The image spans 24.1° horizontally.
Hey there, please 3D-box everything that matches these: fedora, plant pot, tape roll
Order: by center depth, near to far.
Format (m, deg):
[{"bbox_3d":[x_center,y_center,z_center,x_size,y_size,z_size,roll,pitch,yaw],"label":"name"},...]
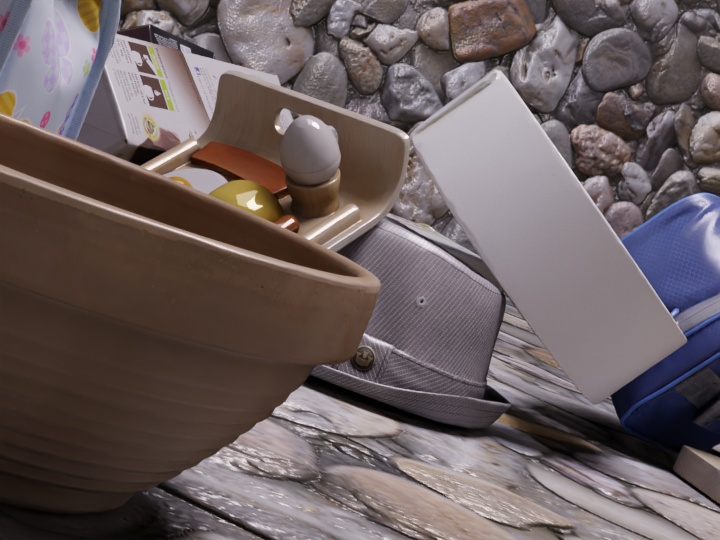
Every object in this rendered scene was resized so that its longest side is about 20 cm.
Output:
[{"bbox_3d":[-0.101,0.009,0.498,0.199,0.093,0.201,22,4,-2],"label":"plant pot"},{"bbox_3d":[0.001,0.014,0.949,0.199,0.091,0.177,22,4,8],"label":"fedora"},{"bbox_3d":[0.112,-0.021,1.019,0.203,0.071,0.203,54,8,-11],"label":"tape roll"}]

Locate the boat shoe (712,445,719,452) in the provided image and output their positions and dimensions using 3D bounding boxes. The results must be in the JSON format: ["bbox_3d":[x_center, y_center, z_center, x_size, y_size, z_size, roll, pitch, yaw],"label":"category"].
[{"bbox_3d":[0.319,0.119,1.348,0.199,0.069,0.072,21,4,-13],"label":"boat shoe"}]

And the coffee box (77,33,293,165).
[{"bbox_3d":[-0.136,-0.079,1.070,0.113,0.080,0.199,-27,-16,27],"label":"coffee box"}]

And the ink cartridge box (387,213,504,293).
[{"bbox_3d":[0.000,0.000,1.173,0.145,0.083,0.200,19,5,-14],"label":"ink cartridge box"}]

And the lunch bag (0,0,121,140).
[{"bbox_3d":[-0.208,-0.114,0.782,0.168,0.202,0.127,21,4,11],"label":"lunch bag"}]

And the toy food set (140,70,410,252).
[{"bbox_3d":[-0.089,-0.042,0.879,0.143,0.061,0.200,23,41,35],"label":"toy food set"}]

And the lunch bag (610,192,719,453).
[{"bbox_3d":[0.235,0.048,1.157,0.200,0.135,0.133,22,39,-57],"label":"lunch bag"}]

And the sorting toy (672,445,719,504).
[{"bbox_3d":[0.325,0.147,1.029,0.199,0.070,0.199,21,4,-15],"label":"sorting toy"}]

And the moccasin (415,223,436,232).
[{"bbox_3d":[0.054,0.003,1.427,0.073,0.078,0.201,24,5,32],"label":"moccasin"}]

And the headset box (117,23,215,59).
[{"bbox_3d":[-0.234,-0.141,1.413,0.198,0.076,0.149,-9,-4,15],"label":"headset box"}]
